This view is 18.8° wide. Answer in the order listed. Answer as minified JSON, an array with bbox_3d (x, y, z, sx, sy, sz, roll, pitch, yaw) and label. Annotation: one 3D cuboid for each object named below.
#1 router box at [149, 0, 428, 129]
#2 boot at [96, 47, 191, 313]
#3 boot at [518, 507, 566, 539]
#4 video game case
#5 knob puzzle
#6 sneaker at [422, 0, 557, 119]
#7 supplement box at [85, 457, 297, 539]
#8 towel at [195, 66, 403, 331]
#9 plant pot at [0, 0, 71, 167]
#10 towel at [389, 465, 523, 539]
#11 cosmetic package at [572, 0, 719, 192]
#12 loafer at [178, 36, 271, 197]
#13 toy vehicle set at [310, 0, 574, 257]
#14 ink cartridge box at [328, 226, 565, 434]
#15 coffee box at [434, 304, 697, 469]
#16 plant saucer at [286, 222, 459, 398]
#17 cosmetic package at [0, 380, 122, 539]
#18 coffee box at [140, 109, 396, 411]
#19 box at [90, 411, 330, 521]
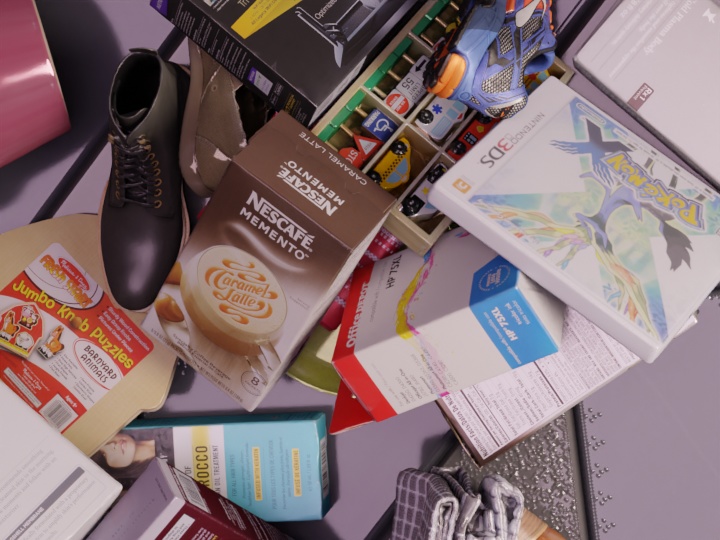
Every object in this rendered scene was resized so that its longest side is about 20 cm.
[{"bbox_3d":[-0.037,-0.227,1.655,0.157,0.052,0.200,40,65,3],"label":"router box"},{"bbox_3d":[-0.176,-0.071,1.675,0.077,0.138,0.201,4,86,6],"label":"boot"},{"bbox_3d":[0.093,0.286,1.710,0.200,0.074,0.155,-43,92,11],"label":"boot"},{"bbox_3d":[0.173,-0.042,1.584,0.200,0.182,0.022,37,136,10],"label":"video game case"},{"bbox_3d":[-0.224,0.042,1.745,0.219,0.030,0.220,-2,73,5],"label":"knob puzzle"},{"bbox_3d":[0.114,-0.184,1.639,0.078,0.075,0.200,36,54,-9],"label":"sneaker"},{"bbox_3d":[-0.112,0.240,1.685,0.200,0.061,0.109,36,100,-34],"label":"supplement box"},{"bbox_3d":[-0.019,-0.069,1.695,0.145,0.022,0.200,38,98,3],"label":"towel"},{"bbox_3d":[-0.327,-0.146,1.687,0.179,0.200,0.201,-16,91,-6],"label":"plant pot"},{"bbox_3d":[0.059,0.243,1.594,0.085,0.166,0.201,9,90,-2],"label":"towel"},{"bbox_3d":[0.268,-0.133,1.651,0.200,0.090,0.107,39,94,6],"label":"cosmetic package"},{"bbox_3d":[-0.094,-0.154,1.685,0.067,0.076,0.201,-1,79,23],"label":"loafer"},{"bbox_3d":[0.059,-0.121,1.656,0.124,0.027,0.200,38,64,3],"label":"toy vehicle set"},{"bbox_3d":[0.052,0.036,1.617,0.200,0.116,0.067,-23,119,24],"label":"ink cartridge box"},{"bbox_3d":[0.155,0.060,1.665,0.200,0.113,0.080,-35,88,9],"label":"coffee box"},{"bbox_3d":[0.000,0.000,1.723,0.199,0.031,0.201,1,94,9],"label":"plant saucer"},{"bbox_3d":[-0.318,0.178,1.681,0.200,0.199,0.123,41,54,5],"label":"cosmetic package"},{"bbox_3d":[-0.072,-0.005,1.630,0.114,0.080,0.200,36,132,5],"label":"coffee box"},{"bbox_3d":[-0.127,0.160,1.740,0.199,0.049,0.083,-3,93,8],"label":"box"}]
